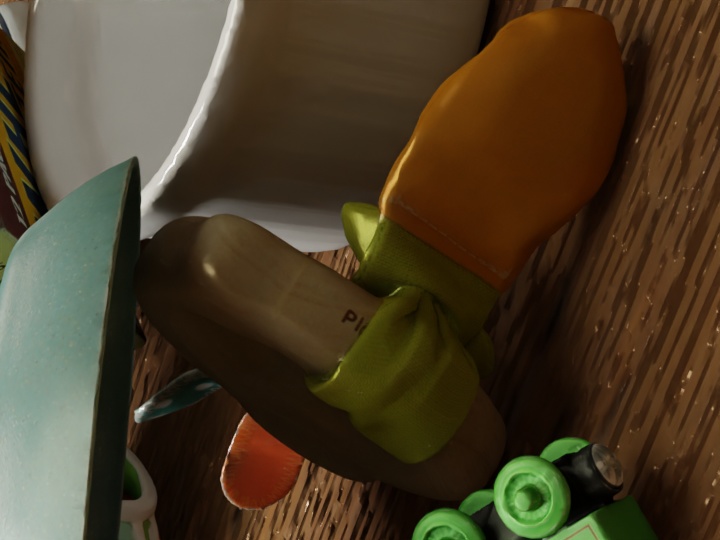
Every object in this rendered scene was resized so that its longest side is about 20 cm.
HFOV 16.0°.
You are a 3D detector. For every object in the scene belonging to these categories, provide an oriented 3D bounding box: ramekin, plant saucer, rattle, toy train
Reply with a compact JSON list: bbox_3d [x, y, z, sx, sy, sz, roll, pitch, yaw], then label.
[{"bbox_3d":[-0.036,-0.101,0.887,0.200,0.098,0.201,-30,55,56],"label":"ramekin"},{"bbox_3d":[-0.092,0.064,0.765,0.200,0.036,0.200,-176,90,-87],"label":"plant saucer"},{"bbox_3d":[0.000,0.000,0.819,0.200,0.130,0.143,99,-173,-77],"label":"rattle"},{"bbox_3d":[0.002,0.113,0.727,0.200,0.042,0.056,-36,80,27],"label":"toy train"}]

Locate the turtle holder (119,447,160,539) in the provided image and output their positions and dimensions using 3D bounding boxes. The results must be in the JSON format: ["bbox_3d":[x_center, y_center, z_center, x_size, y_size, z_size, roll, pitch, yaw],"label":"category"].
[{"bbox_3d":[-0.159,0.109,0.967,0.132,0.185,0.141,-56,9,16],"label":"turtle holder"}]

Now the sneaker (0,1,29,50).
[{"bbox_3d":[-0.161,-0.035,1.121,0.073,0.071,0.200,100,164,-55],"label":"sneaker"}]

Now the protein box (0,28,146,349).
[{"bbox_3d":[-0.213,-0.011,0.953,0.200,0.198,0.135,53,-167,-74],"label":"protein box"}]
